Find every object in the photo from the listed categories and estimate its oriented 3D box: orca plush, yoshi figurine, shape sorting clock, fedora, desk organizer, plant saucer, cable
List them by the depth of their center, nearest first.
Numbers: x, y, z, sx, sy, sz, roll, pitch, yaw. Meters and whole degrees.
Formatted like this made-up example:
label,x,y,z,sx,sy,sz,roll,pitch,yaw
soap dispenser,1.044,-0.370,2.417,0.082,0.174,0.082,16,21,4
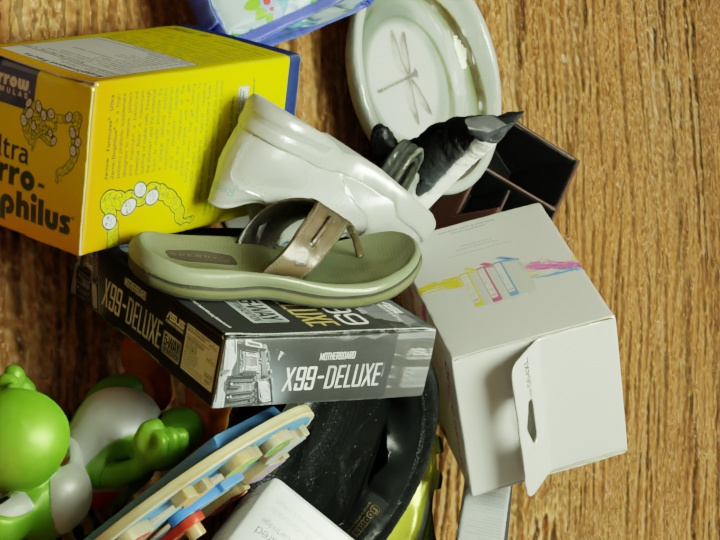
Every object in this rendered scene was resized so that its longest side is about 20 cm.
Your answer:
label,x,y,z,sx,sy,sz,roll,pitch,yaw
shape sorting clock,-0.109,0.145,1.135,0.039,0.200,0.200,52,40,5
yoshi figurine,-0.169,0.095,1.146,0.200,0.112,0.112,-33,92,-47
fedora,-0.035,0.124,1.318,0.200,0.091,0.201,-26,130,-37
cable,0.000,0.000,1.374,0.200,0.050,0.097,-53,161,8
orca plush,0.032,-0.079,1.409,0.071,0.200,0.105,42,60,-6
plant saucer,0.041,-0.157,1.533,0.200,0.050,0.201,16,70,-50
desk organizer,0.110,-0.045,1.576,0.072,0.077,0.200,54,45,-30

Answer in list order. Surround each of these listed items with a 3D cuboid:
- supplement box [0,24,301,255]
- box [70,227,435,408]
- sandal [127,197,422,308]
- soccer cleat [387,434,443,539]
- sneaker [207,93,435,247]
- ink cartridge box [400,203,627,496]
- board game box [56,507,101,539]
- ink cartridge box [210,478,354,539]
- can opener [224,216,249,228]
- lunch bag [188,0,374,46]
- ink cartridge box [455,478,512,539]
label,x,y,z,sx,sy,sz,roll,pitch,yaw
supplement box,-0.145,-0.090,1.210,0.200,0.109,0.110,-16,118,-52
box,-0.072,0.026,1.204,0.157,0.200,0.050,-1,110,-35
sandal,-0.046,-0.015,1.164,0.200,0.080,0.058,1,110,-32
soccer cleat,0.017,0.168,1.428,0.083,0.065,0.201,0,79,-35
sneaker,-0.030,-0.044,1.249,0.200,0.075,0.089,28,95,-49
ink cartridge box,0.114,0.063,1.401,0.200,0.125,0.129,-115,-168,-56
board game box,-0.190,0.208,1.187,0.201,0.023,0.105,62,39,-22
ink cartridge box,-0.065,0.255,1.160,0.145,0.083,0.200,39,66,-5
can opener,-0.088,-0.073,1.363,0.067,0.052,0.201,-99,165,-67
lunch bag,-0.064,-0.256,1.352,0.200,0.127,0.171,-28,91,-39
ink cartridge box,0.079,0.278,1.384,0.200,0.047,0.198,-76,172,-59
